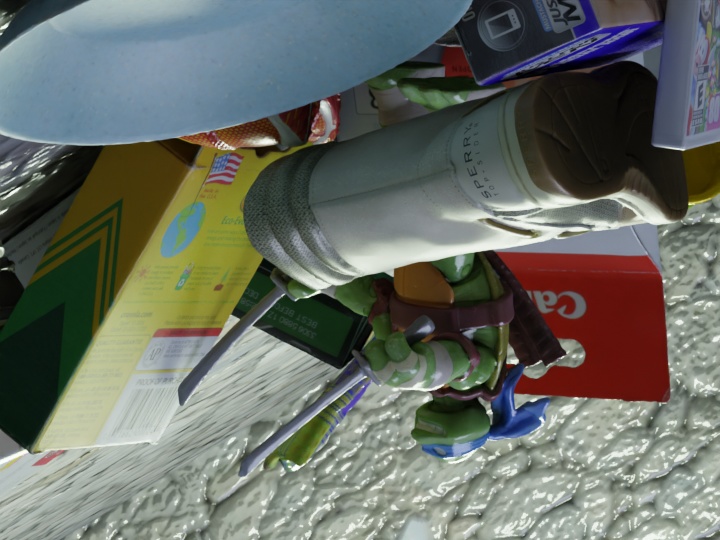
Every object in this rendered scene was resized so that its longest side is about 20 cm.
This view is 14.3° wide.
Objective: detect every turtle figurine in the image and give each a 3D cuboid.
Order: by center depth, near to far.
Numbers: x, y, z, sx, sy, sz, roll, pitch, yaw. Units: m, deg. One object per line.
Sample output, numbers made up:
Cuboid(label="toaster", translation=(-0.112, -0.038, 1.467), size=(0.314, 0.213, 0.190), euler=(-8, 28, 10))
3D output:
Cuboid(label="turtle figurine", translation=(0.000, 0.000, 1.379), size=(0.199, 0.195, 0.144), euler=(5, -169, 8))

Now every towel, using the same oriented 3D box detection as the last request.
Cuboid(label="towel", translation=(0.022, 0.039, 1.619), size=(0.200, 0.023, 0.144), euler=(-47, 179, -10))

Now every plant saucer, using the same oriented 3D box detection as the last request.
Cuboid(label="plant saucer", translation=(-0.056, -0.101, 1.101), size=(0.200, 0.039, 0.201), euler=(-13, 167, -3))

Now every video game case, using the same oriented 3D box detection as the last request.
Cuboid(label="video game case", translation=(0.164, -0.157, 1.244), size=(0.018, 0.201, 0.143), euler=(9, -170, 22))

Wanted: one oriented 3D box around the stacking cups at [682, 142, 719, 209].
Cuboid(label="stacking cups", translation=(0.157, -0.050, 1.616), size=(0.060, 0.061, 0.200), euler=(-29, 177, -12))

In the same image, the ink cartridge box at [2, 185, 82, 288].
Cuboid(label="ink cartridge box", translation=(-0.152, -0.002, 1.578), size=(0.200, 0.044, 0.173), euler=(-34, 172, 30))

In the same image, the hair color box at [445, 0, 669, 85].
Cuboid(label="hair color box", translation=(0.089, -0.145, 1.220), size=(0.065, 0.110, 0.200), euler=(-22, 178, 25))

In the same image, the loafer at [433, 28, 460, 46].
Cuboid(label="loafer", translation=(0.053, -0.132, 1.343), size=(0.070, 0.075, 0.200), euler=(-38, 171, 27))

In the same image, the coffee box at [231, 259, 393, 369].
Cuboid(label="coffee box", translation=(-0.042, 0.006, 1.689), size=(0.044, 0.123, 0.200), euler=(-63, 178, 7))

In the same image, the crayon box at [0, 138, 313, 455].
Cuboid(label="crayon box", translation=(-0.101, -0.006, 1.427), size=(0.200, 0.051, 0.127), euler=(-59, 157, 14))

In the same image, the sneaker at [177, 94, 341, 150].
Cuboid(label="sneaker", translation=(-0.048, -0.092, 1.307), size=(0.077, 0.073, 0.200), euler=(1, -177, 9))

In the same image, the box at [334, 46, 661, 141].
Cuboid(label="box", translation=(0.090, -0.107, 1.592), size=(0.200, 0.105, 0.184), euler=(-27, 174, -32))

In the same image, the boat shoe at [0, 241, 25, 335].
Cuboid(label="boat shoe", translation=(-0.245, 0.041, 1.383), size=(0.201, 0.060, 0.072), euler=(-26, 172, -37))

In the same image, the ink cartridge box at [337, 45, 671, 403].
Cuboid(label="ink cartridge box", translation=(0.069, -0.027, 1.448), size=(0.162, 0.201, 0.050), euler=(2, -166, 31))

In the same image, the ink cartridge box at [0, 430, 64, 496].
Cuboid(label="ink cartridge box", translation=(-0.263, 0.105, 1.705), size=(0.147, 0.086, 0.200), euler=(-34, 172, 33))

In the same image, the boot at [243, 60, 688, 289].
Cuboid(label="boot", translation=(0.051, -0.038, 1.260), size=(0.154, 0.072, 0.200), euler=(-16, 174, 25))
